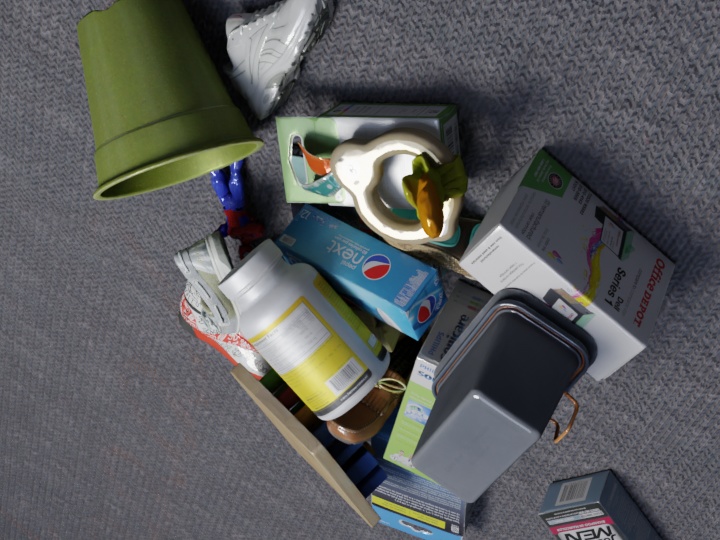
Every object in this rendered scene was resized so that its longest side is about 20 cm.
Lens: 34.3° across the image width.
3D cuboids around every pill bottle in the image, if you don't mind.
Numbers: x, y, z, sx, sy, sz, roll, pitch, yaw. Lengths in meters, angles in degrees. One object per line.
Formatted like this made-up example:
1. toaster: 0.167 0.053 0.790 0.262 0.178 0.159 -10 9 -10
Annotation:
1. pill bottle: -0.067 0.064 1.330 0.200 0.112 0.112 49 134 -8

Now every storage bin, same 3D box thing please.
1. storage bin: 0.144 0.147 1.208 0.145 0.135 0.200 33 137 0

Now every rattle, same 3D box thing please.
1. rattle: 0.002 -0.078 1.208 0.198 0.143 0.131 18 134 12

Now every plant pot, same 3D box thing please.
1. plant pot: -0.229 -0.200 1.299 0.199 0.199 0.192 -17 91 39

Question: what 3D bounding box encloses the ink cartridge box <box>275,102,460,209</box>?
1. ink cartridge box: 0.011 -0.128 1.296 0.198 0.059 0.105 4 115 25

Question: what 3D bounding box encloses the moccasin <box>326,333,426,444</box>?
1. moccasin: 0.025 0.140 1.431 0.073 0.201 0.078 33 133 20

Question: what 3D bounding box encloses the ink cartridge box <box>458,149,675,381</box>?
1. ink cartridge box: 0.222 -0.006 1.232 0.200 0.145 0.084 39 136 -6

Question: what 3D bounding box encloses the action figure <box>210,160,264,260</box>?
1. action figure: -0.172 -0.078 1.440 0.065 0.099 0.201 8 133 25

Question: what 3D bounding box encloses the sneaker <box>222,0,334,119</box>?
1. sneaker: -0.100 -0.254 1.262 0.099 0.078 0.200 38 135 0

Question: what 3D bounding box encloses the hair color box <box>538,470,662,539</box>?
1. hair color box: 0.334 0.362 1.542 0.099 0.061 0.200 -22 114 41

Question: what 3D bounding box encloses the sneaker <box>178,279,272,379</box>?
1. sneaker: -0.155 0.073 1.575 0.200 0.067 0.108 30 138 9

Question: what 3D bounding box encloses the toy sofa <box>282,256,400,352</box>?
1. toy sofa: -0.042 0.025 1.442 0.198 0.083 0.098 11 151 23

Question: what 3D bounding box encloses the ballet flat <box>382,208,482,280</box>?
1. ballet flat: 0.114 -0.026 1.333 0.198 0.071 0.065 23 157 -5

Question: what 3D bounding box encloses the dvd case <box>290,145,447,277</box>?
1. dvd case: 0.006 -0.070 1.393 0.198 0.022 0.147 11 131 20

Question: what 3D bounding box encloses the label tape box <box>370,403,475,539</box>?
1. label tape box: 0.090 0.288 1.619 0.142 0.066 0.201 16 135 19

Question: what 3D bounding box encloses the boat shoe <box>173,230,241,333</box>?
1. boat shoe: -0.184 0.022 1.443 0.064 0.075 0.202 -17 155 -7

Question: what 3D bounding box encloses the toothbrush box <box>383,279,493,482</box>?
1. toothbrush box: 0.108 0.138 1.421 0.085 0.146 0.201 23 134 10

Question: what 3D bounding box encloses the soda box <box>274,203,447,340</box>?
1. soda box: 0.000 0.000 1.345 0.199 0.064 0.068 29 160 31

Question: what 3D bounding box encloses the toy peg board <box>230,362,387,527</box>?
1. toy peg board: -0.044 0.201 1.524 0.199 0.098 0.200 37 166 43
